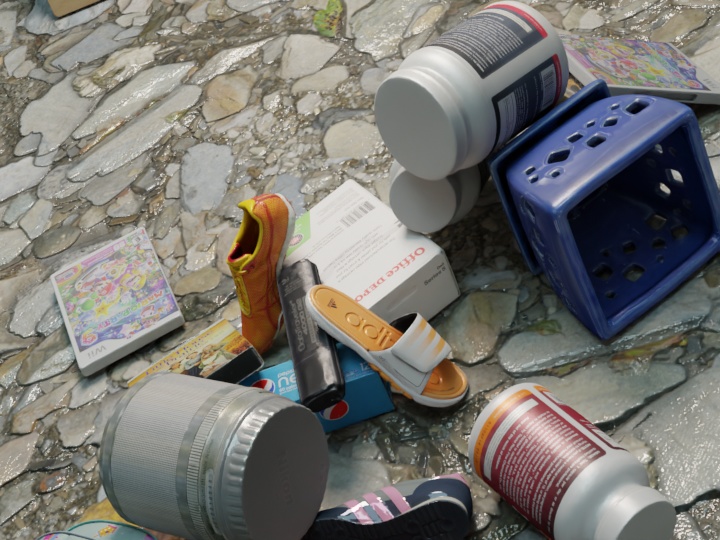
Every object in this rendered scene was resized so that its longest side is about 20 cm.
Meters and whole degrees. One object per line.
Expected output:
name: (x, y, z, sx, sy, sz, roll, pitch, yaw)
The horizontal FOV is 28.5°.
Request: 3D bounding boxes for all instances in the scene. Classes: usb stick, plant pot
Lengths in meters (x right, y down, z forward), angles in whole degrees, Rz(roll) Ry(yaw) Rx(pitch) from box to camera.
usb stick: (-0.056, 0.070, 1.567, 0.055, 0.033, 0.202, -29, 46, 15)
plant pot: (0.261, -0.080, 1.560, 0.199, 0.201, 0.180, -36, 37, -11)

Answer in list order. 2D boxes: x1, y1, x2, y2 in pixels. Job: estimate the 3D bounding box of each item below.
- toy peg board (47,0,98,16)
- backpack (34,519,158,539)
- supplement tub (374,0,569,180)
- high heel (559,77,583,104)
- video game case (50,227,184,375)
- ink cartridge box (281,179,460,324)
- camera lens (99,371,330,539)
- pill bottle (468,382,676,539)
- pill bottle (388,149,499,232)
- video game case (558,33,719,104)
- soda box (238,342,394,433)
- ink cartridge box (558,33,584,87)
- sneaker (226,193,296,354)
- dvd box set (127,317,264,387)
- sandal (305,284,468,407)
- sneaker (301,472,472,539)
toy peg board: (-0.466, -0.570, 2.407, 0.198, 0.201, 0.098, -21, 26, 4)
backpack: (-0.274, 0.345, 1.422, 0.174, 0.155, 0.201, 3, 41, 34)
supplement tub: (0.124, -0.200, 1.574, 0.139, 0.142, 0.199, 22, 45, 39)
high heel: (0.223, -0.250, 1.723, 0.198, 0.072, 0.142, 21, 45, 30)
video game case: (-0.318, 0.036, 1.835, 0.142, 0.018, 0.201, -28, 42, -4)
ink cartridge box: (0.000, 0.000, 1.682, 0.145, 0.085, 0.200, -37, 43, -12)
camera lens: (-0.151, 0.192, 1.429, 0.198, 0.161, 0.161, 7, 50, 35)
pill bottle: (0.203, 0.203, 1.361, 0.113, 0.114, 0.200, -37, 43, -14)
pill bottle: (0.097, -0.120, 1.689, 0.109, 0.112, 0.200, -6, 22, 20)
video game case: (0.337, -0.248, 1.738, 0.197, 0.018, 0.144, 0, 34, -27)
soda box: (-0.067, 0.144, 1.582, 0.197, 0.068, 0.065, -19, 42, 7)
ink cartridge box: (0.230, -0.208, 1.781, 0.144, 0.084, 0.200, -30, 42, -6)
sneaker: (-0.128, 0.005, 1.664, 0.076, 0.203, 0.073, -10, 25, -34)
dvd box set: (-0.193, 0.119, 1.628, 0.145, 0.030, 0.200, -33, 14, -8)
sandal: (0.035, 0.071, 1.530, 0.205, 0.059, 0.079, 33, 39, -3)
sneaker: (0.022, 0.254, 1.445, 0.197, 0.071, 0.082, -12, 21, 17)
